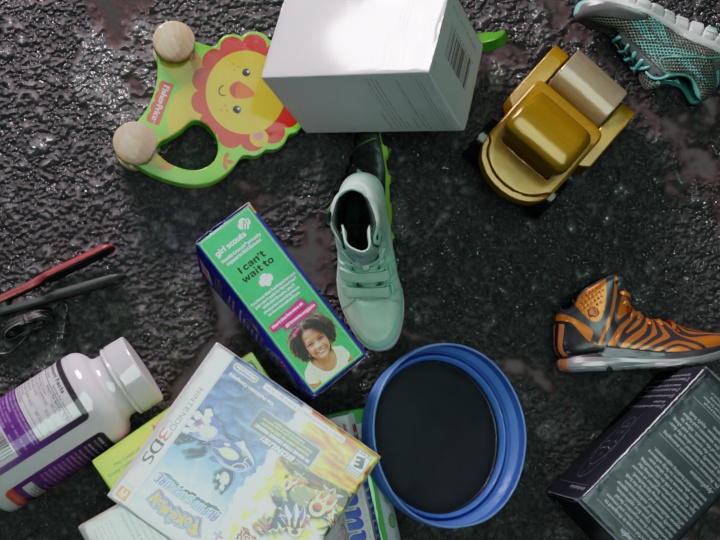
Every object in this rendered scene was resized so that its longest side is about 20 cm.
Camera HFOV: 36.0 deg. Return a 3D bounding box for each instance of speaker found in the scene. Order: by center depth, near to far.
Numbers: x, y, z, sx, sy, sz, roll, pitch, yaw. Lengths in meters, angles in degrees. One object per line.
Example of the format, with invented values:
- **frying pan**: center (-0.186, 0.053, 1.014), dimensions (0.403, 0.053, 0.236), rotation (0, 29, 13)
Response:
- **speaker**: center (-0.007, 0.254, 1.212), dimensions (0.088, 0.088, 0.200), rotation (-11, 84, -5)

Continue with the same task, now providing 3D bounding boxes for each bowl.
- **bowl**: center (0.091, 0.181, 1.213), dimensions (0.201, 0.039, 0.201), rotation (7, 76, -28)

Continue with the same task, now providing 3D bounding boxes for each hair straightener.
- **hair straightener**: center (-0.354, 0.043, 1.237), dimensions (0.200, 0.041, 0.077), rotation (-24, 85, -6)

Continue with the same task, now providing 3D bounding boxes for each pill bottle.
- **pill bottle**: center (-0.319, 0.159, 1.190), dimensions (0.200, 0.111, 0.111), rotation (-33, 86, -7)

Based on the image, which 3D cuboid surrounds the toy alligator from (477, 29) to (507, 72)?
- **toy alligator**: center (0.073, -0.245, 1.297), dimensions (0.200, 0.059, 0.054), rotation (-24, 41, 1)

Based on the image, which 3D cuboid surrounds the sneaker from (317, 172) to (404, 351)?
- **sneaker**: center (0.000, 0.000, 1.184), dimensions (0.074, 0.118, 0.201), rotation (-7, 99, 10)

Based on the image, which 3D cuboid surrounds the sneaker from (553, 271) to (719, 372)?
- **sneaker**: center (0.319, 0.056, 1.260), dimensions (0.200, 0.078, 0.112), rotation (-2, 84, -4)

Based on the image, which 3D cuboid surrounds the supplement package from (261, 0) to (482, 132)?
- **supplement package**: center (0.014, -0.228, 1.205), dimensions (0.200, 0.117, 0.117), rotation (3, 67, 26)

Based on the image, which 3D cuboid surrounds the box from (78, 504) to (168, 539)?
- **box**: center (-0.171, 0.258, 1.166), dimensions (0.200, 0.152, 0.106), rotation (-29, 84, -8)

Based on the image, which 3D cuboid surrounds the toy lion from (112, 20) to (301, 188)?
- **toy lion**: center (-0.163, -0.185, 1.272), dimensions (0.192, 0.069, 0.200), rotation (21, 82, -8)

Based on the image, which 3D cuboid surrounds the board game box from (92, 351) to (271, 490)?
- **board game box**: center (-0.186, 0.165, 1.202), dimensions (0.200, 0.102, 0.048), rotation (-34, 87, -7)

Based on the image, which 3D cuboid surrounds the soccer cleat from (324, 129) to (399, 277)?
- **soccer cleat**: center (-0.002, -0.086, 1.264), dimensions (0.081, 0.068, 0.200), rotation (-4, 86, -3)

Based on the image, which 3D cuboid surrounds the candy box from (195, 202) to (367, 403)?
- **candy box**: center (-0.088, 0.041, 1.190), dimensions (0.077, 0.169, 0.200), rotation (-39, 87, -11)

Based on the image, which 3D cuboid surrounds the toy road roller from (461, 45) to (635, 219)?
- **toy road roller**: center (0.219, -0.162, 1.245), dimensions (0.123, 0.146, 0.200), rotation (41, 83, 2)

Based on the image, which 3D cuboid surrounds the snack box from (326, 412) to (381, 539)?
- **snack box**: center (-0.021, 0.254, 1.159), dimensions (0.072, 0.024, 0.200), rotation (-15, 83, 18)

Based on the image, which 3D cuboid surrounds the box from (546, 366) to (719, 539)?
- **box**: center (0.321, 0.212, 1.205), dimensions (0.200, 0.148, 0.107), rotation (-44, 87, -7)

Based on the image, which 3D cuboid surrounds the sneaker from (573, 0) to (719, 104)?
- **sneaker**: center (0.341, -0.259, 1.303), dimensions (0.200, 0.078, 0.091), rotation (21, 86, 1)

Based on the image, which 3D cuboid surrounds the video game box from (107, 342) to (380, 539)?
- **video game box**: center (-0.112, 0.200, 1.080), dimensions (0.200, 0.047, 0.182), rotation (34, 83, 2)
